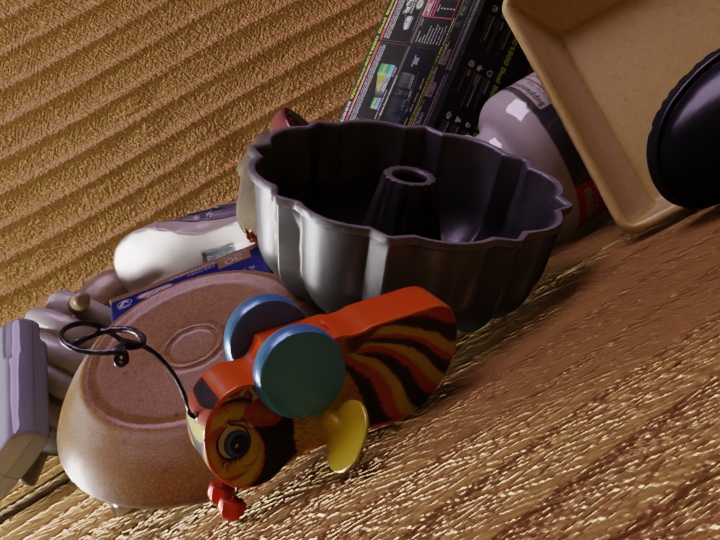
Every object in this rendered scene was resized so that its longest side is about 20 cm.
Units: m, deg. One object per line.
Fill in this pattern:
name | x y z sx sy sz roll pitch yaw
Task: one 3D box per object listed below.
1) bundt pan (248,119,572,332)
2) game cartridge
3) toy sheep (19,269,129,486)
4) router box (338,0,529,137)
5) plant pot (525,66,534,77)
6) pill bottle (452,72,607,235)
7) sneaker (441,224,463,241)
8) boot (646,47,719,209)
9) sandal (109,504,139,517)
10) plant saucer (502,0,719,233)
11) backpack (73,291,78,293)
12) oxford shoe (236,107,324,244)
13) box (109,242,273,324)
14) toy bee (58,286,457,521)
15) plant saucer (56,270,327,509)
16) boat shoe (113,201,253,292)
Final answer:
bundt pan | 0.025 -0.024 0.854 0.199 0.077 0.202 7 25 -3
game cartridge | -0.323 0.144 1.129 0.041 0.134 0.200 24 -53 -41
toy sheep | -0.248 0.090 1.199 0.201 0.137 0.138 -62 17 -15
router box | 0.064 -0.160 1.079 0.150 0.062 0.202 25 92 60
plant pot | 0.164 -0.143 1.125 0.200 0.186 0.186 -48 9 -6
pill bottle | 0.153 -0.094 0.986 0.199 0.112 0.111 -30 7 -8
sneaker | 0.000 0.000 1.016 0.115 0.075 0.200 -36 19 -14
boot | 0.259 -0.101 0.740 0.199 0.077 0.168 -37 12 -1
sandal | -0.137 0.108 0.932 0.080 0.054 0.200 -29 7 4
plant saucer | 0.218 -0.138 0.893 0.198 0.202 0.048 -27 -28 7
backpack | -0.287 0.096 1.351 0.200 0.154 0.163 -49 -3 12
oxford shoe | -0.047 -0.034 0.990 0.075 0.070 0.201 -40 33 17
box | -0.105 0.048 0.930 0.120 0.033 0.200 -21 26 -3
toy bee | -0.048 0.069 0.722 0.197 0.110 0.131 1 18 -2
plant saucer | -0.096 0.057 0.837 0.198 0.036 0.201 -13 34 9
boat shoe | -0.108 -0.021 1.166 0.198 0.076 0.093 -6 14 33
